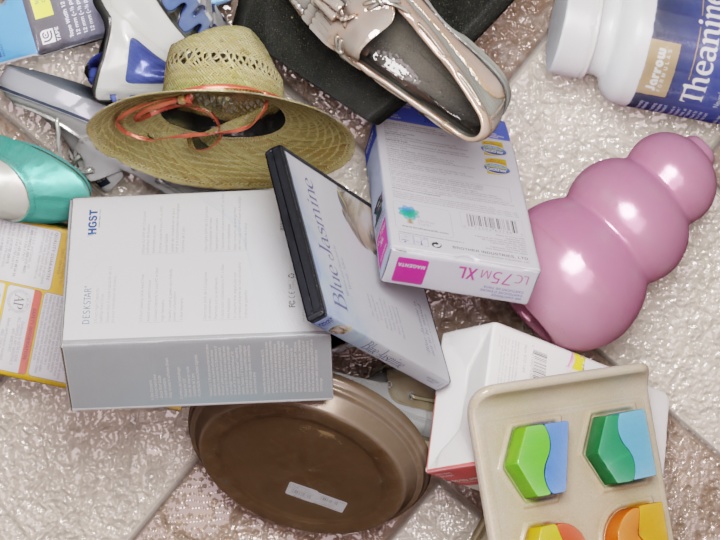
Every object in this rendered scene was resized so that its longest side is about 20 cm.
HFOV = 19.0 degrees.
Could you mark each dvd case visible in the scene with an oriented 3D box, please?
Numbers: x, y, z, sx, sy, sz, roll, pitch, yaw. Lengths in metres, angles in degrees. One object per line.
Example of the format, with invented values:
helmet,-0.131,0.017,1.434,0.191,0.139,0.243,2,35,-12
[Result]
dvd case,0.000,0.000,1.614,0.017,0.200,0.144,-26,62,21

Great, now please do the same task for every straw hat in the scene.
straw hat,-0.100,-0.133,1.580,0.199,0.201,0.086,1,71,-3

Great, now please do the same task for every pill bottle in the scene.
pill bottle,0.251,-0.178,1.701,0.198,0.111,0.112,11,95,-4

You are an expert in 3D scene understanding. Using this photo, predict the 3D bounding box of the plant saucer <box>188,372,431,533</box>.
plant saucer,-0.043,0.147,1.696,0.199,0.201,0.030,20,50,-5

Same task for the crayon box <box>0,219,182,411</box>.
crayon box,-0.227,0.030,1.729,0.198,0.052,0.127,12,95,-3

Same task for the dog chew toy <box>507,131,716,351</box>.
dog chew toy,0.204,-0.031,1.715,0.200,0.125,0.125,-43,96,-6

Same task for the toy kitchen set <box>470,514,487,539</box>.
toy kitchen set,0.035,0.253,1.710,0.179,0.163,0.201,27,94,-5

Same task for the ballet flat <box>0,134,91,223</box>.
ballet flat,-0.307,-0.077,1.676,0.199,0.070,0.068,24,127,16

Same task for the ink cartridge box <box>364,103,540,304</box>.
ink cartridge box,0.067,-0.057,1.675,0.118,0.201,0.042,9,130,-13

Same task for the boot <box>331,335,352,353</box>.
boot,-0.064,0.046,1.716,0.199,0.096,0.074,-27,97,0

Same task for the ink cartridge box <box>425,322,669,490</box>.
ink cartridge box,0.152,0.128,1.708,0.199,0.067,0.118,22,67,-33

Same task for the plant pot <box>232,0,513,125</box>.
plant pot,0.011,-0.230,1.653,0.199,0.200,0.178,32,107,-6

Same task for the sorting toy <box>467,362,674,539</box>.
sorting toy,0.170,0.179,1.646,0.184,0.036,0.202,-6,88,-37

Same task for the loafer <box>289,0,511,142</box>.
loafer,0.023,-0.166,1.546,0.199,0.063,0.072,36,119,-7

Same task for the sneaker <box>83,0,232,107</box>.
sneaker,-0.147,-0.151,1.663,0.114,0.081,0.200,-26,116,9

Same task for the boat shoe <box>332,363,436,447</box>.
boat shoe,0.027,0.107,1.729,0.199,0.075,0.069,25,73,-29

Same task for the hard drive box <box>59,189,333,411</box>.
hard drive box,-0.121,0.020,1.623,0.198,0.157,0.077,-1,136,-1

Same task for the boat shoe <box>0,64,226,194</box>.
boat shoe,-0.202,-0.090,1.713,0.201,0.075,0.087,23,97,-15

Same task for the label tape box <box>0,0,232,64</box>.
label tape box,-0.213,-0.254,1.694,0.198,0.066,0.145,-16,97,1
